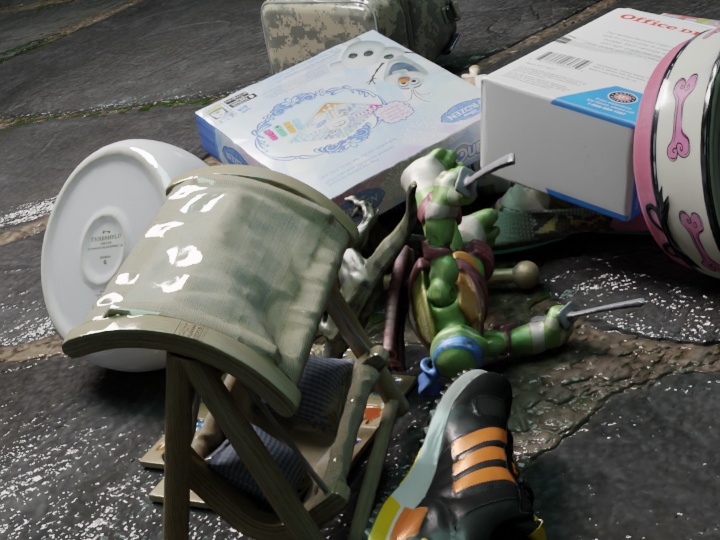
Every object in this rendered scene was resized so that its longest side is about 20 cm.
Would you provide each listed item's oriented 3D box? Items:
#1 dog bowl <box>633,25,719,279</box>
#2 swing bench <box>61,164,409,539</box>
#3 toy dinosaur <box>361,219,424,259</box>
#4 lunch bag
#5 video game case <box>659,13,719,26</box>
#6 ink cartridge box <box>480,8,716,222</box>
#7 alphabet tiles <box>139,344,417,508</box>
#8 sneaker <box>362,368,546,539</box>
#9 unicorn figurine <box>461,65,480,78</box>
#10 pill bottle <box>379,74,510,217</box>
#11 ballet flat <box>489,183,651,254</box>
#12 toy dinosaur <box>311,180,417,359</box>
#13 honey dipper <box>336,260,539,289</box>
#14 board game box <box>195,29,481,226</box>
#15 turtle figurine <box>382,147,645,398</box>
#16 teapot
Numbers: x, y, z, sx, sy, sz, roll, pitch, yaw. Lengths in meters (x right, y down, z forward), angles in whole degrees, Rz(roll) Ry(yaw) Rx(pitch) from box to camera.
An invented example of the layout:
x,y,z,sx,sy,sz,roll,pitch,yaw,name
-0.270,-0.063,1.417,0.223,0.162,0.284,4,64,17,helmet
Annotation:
x,y,z,sx,sy,sz,roll,pitch,yaw,name
0.272,-0.085,0.917,0.073,0.203,0.199,2,28,47,dog bowl
-0.062,0.062,0.766,0.128,0.202,0.200,-6,29,14,swing bench
-0.017,-0.039,1.108,0.197,0.103,0.077,6,40,17,toy dinosaur
0.004,-0.294,1.566,0.198,0.141,0.167,7,33,38,lunch bag
0.358,-0.250,1.426,0.142,0.018,0.199,-25,27,-22,video game case
0.210,-0.132,1.016,0.145,0.085,0.199,23,39,37,ink cartridge box
-0.058,0.108,0.915,0.164,0.006,0.200,1,29,30,alphabet tiles
0.070,0.134,0.734,0.089,0.071,0.200,13,34,19,sneaker
0.134,-0.173,1.341,0.199,0.074,0.138,-33,37,-5,unicorn figurine
0.036,-0.111,1.199,0.197,0.112,0.111,-11,25,9,pill bottle
0.180,-0.059,1.059,0.197,0.072,0.069,-5,24,20,ballet flat
0.000,0.000,0.922,0.047,0.201,0.089,19,31,-15,toy dinosaur
0.048,0.008,1.038,0.197,0.038,0.038,-4,26,15,honey dipper
-0.008,-0.122,1.092,0.198,0.044,0.199,-29,41,-23,board game box
0.101,-0.016,0.913,0.142,0.201,0.195,19,28,-18,turtle figurine
-0.154,-0.008,1.045,0.145,0.199,0.200,13,28,-48,teapot
